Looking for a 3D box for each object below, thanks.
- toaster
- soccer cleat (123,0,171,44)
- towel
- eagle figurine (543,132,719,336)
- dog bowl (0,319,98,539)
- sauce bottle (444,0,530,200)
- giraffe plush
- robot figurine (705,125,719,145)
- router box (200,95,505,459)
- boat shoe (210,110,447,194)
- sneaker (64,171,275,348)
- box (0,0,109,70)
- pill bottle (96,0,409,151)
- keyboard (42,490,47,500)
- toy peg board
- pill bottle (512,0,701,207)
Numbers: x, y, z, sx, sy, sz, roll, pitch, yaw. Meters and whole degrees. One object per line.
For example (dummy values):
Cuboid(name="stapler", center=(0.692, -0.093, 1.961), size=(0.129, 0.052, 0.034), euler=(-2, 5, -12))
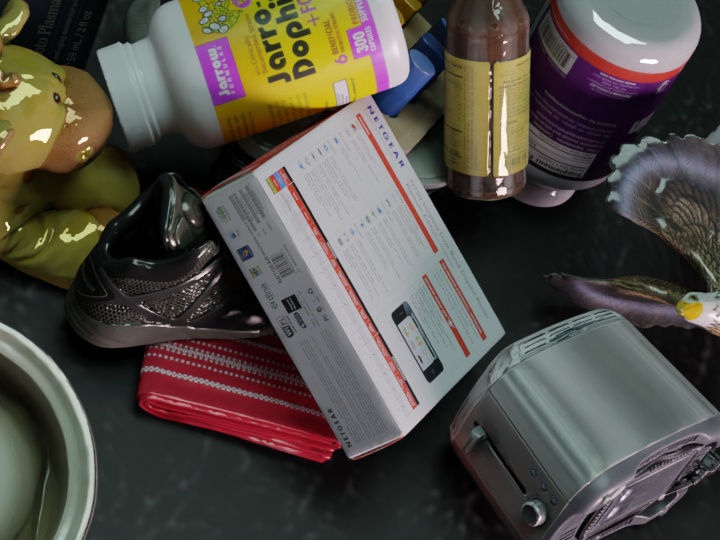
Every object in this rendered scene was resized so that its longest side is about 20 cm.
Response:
Cuboid(name="toaster", center=(0.157, 0.109, 1.581), size=(0.200, 0.114, 0.129), euler=(-20, 62, -41))
Cuboid(name="soccer cleat", center=(-0.077, -0.157, 1.703), size=(0.199, 0.086, 0.070), euler=(19, 49, -9))
Cuboid(name="towel", center=(-0.073, 0.035, 1.599), size=(0.144, 0.023, 0.201), euler=(16, 48, -9))
Cuboid(name="eagle figurine", center=(0.248, 0.013, 1.642), size=(0.152, 0.151, 0.200), euler=(-42, 62, -5))
Cuboid(name="dog bowl", center=(-0.259, 0.125, 1.373), size=(0.199, 0.074, 0.201), euler=(3, 76, -14))
Cuboid(name="sauce bottle", center=(0.092, -0.153, 1.658), size=(0.064, 0.201, 0.065), euler=(1, 25, 0))
Cuboid(name="giraffe plush", center=(-0.228, -0.088, 1.530), size=(0.199, 0.162, 0.173), euler=(-14, 61, -32))
Cuboid(name="robot figurine", center=(0.330, -0.030, 1.762), size=(0.124, 0.150, 0.201), euler=(-21, 64, -16))
Cuboid(name="router box", center=(0.000, 0.000, 1.558), size=(0.201, 0.049, 0.179), euler=(61, 33, -6))
Cuboid(name="boat shoe", center=(-0.021, -0.078, 1.684), size=(0.199, 0.060, 0.076), euler=(9, 44, -35))
Cuboid(name="sneaker", center=(-0.092, -0.011, 1.541), size=(0.199, 0.114, 0.076), euler=(-6, 55, -28))
Cuboid(name="box", center=(-0.269, -0.252, 1.618), size=(0.197, 0.200, 0.124), euler=(7, 52, -18))
Cuboid(name="pill bottle", center=(-0.074, -0.147, 1.573), size=(0.199, 0.104, 0.105), euler=(-19, 60, -3))
Cuboid(name="keyboard", center=(-0.267, 0.072, 1.440), size=(0.104, 0.040, 0.201), euler=(-26, 75, -5))
Cuboid(name="toy peg board", center=(0.011, -0.207, 1.710), size=(0.199, 0.098, 0.200), euler=(44, 29, -2))
Cuboid(name="pill bottle", center=(0.165, -0.138, 1.719), size=(0.112, 0.200, 0.113), euler=(12, 51, -15))
